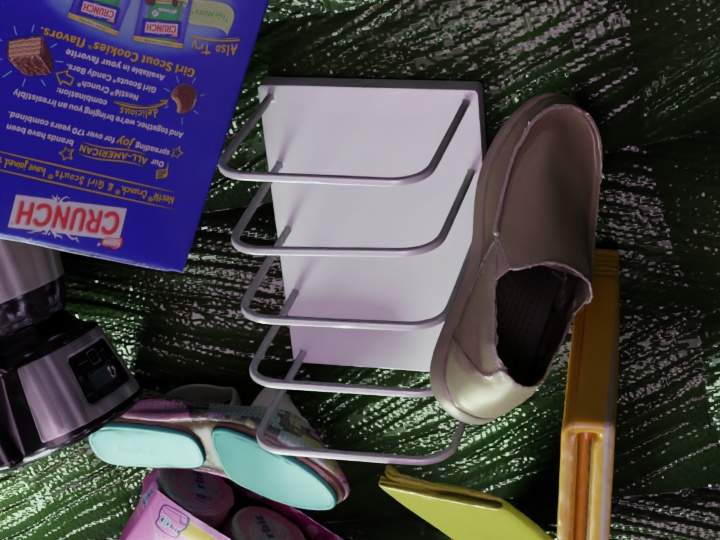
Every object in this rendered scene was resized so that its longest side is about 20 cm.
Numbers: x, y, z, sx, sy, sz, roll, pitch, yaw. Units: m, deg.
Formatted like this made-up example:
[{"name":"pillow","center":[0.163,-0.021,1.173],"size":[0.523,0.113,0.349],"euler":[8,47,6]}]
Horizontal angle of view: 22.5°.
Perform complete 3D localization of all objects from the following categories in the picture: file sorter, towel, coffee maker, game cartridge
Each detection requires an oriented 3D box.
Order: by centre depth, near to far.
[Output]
[{"name":"game cartridge","center":[0.133,0.106,1.063],"size":[0.032,0.200,0.177],"euler":[2,120,6]},{"name":"file sorter","center":[0.000,0.000,1.092],"size":[0.138,0.125,0.200],"euler":[3,119,16]},{"name":"towel","center":[0.087,0.163,1.141],"size":[0.086,0.018,0.200],"euler":[7,162,28]},{"name":"coffee maker","center":[-0.255,0.027,1.182],"size":[0.192,0.135,0.200],"euler":[-11,102,52]}]

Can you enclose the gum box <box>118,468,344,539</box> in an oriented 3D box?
[{"name":"gum box","center":[-0.082,0.220,1.280],"size":[0.200,0.066,0.114],"euler":[33,125,-2]}]

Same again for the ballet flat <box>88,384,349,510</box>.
[{"name":"ballet flat","center":[-0.089,0.107,1.212],"size":[0.200,0.071,0.069],"euler":[7,133,26]}]

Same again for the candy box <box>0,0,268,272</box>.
[{"name":"candy box","center":[-0.156,-0.115,1.017],"size":[0.169,0.077,0.200],"euler":[13,100,-34]}]

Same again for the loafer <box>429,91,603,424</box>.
[{"name":"loafer","center":[0.102,-0.007,1.027],"size":[0.076,0.200,0.068],"euler":[23,166,-30]}]
